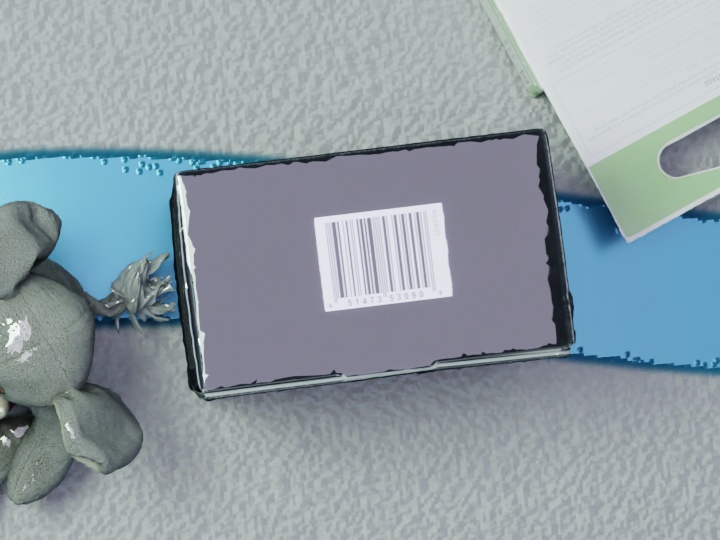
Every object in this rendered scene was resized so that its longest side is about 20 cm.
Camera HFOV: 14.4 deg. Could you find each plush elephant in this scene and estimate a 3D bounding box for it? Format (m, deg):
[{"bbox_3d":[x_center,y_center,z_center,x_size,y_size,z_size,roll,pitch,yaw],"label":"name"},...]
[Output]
[{"bbox_3d":[-0.195,0.046,1.539,0.199,0.155,0.166,-26,91,3],"label":"plush elephant"}]

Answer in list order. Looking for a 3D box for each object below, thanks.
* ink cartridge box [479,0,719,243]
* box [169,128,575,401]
[{"bbox_3d":[0.163,-0.135,1.643,0.145,0.048,0.201,-28,91,-6],"label":"ink cartridge box"},{"bbox_3d":[0.000,0.000,1.548,0.199,0.197,0.125,-7,87,-5],"label":"box"}]
